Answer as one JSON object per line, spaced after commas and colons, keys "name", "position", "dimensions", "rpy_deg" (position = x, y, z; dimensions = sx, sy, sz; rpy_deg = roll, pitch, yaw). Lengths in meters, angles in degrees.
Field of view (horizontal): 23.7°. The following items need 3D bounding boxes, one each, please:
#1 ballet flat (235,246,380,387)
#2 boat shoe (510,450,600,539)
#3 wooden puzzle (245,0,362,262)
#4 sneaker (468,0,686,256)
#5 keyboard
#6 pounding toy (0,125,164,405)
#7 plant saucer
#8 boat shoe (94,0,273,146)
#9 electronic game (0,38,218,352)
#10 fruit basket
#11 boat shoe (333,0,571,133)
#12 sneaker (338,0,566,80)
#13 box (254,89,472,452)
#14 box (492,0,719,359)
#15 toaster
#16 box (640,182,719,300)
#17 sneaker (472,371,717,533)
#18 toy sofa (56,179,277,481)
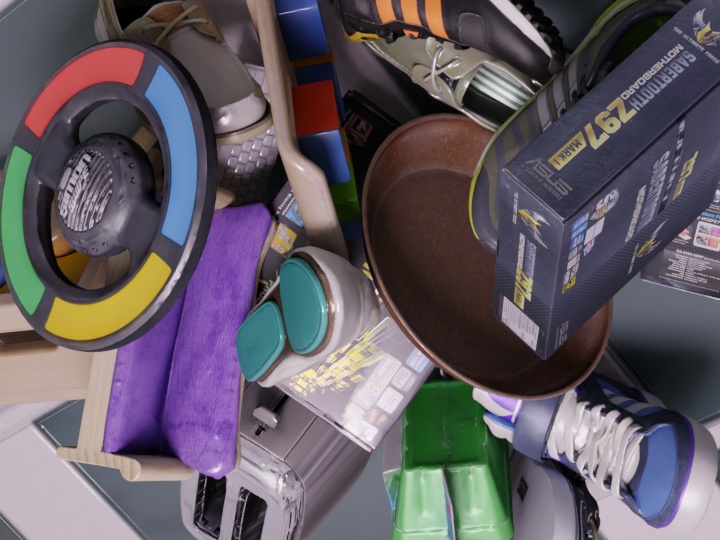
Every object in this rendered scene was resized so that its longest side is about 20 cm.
{"name": "ballet flat", "position": [-0.025, 0.026, 1.059], "dimensions": [0.069, 0.069, 0.200], "rpy_deg": [36, 157, -5]}
{"name": "boat shoe", "position": [0.145, 0.174, 1.239], "dimensions": [0.057, 0.200, 0.069], "rpy_deg": [19, 103, -5]}
{"name": "wooden puzzle", "position": [-0.032, -0.105, 1.068], "dimensions": [0.046, 0.200, 0.185], "rpy_deg": [-16, 154, 0]}
{"name": "sneaker", "position": [0.136, -0.094, 1.052], "dimensions": [0.074, 0.081, 0.200], "rpy_deg": [35, 89, -1]}
{"name": "keyboard", "position": [-0.093, -0.047, 1.206], "dimensions": [0.011, 0.056, 0.200], "rpy_deg": [27, 104, 37]}
{"name": "pounding toy", "position": [-0.202, -0.021, 1.250], "dimensions": [0.200, 0.184, 0.142], "rpy_deg": [-6, 133, 25]}
{"name": "plant saucer", "position": [0.076, -0.005, 1.106], "dimensions": [0.200, 0.200, 0.037], "rpy_deg": [43, 139, -11]}
{"name": "boat shoe", "position": [-0.126, -0.143, 1.133], "dimensions": [0.200, 0.075, 0.068], "rpy_deg": [36, 143, 46]}
{"name": "electronic game", "position": [-0.163, -0.048, 1.084], "dimensions": [0.200, 0.042, 0.200], "rpy_deg": [-8, 77, 40]}
{"name": "fruit basket", "position": [0.063, 0.189, 1.277], "dimensions": [0.094, 0.185, 0.200], "rpy_deg": [1, 124, 2]}
{"name": "boat shoe", "position": [0.072, -0.138, 1.121], "dimensions": [0.200, 0.062, 0.072], "rpy_deg": [26, 129, 3]}
{"name": "sneaker", "position": [0.036, -0.168, 1.078], "dimensions": [0.200, 0.070, 0.090], "rpy_deg": [41, 106, 12]}
{"name": "box", "position": [0.000, 0.000, 1.194], "dimensions": [0.161, 0.049, 0.200], "rpy_deg": [36, 95, -6]}
{"name": "box", "position": [0.149, -0.048, 0.991], "dimensions": [0.051, 0.158, 0.200], "rpy_deg": [43, 163, 18]}
{"name": "toaster", "position": [-0.065, 0.141, 1.305], "dimensions": [0.114, 0.129, 0.200], "rpy_deg": [32, 144, 13]}
{"name": "box", "position": [0.294, -0.043, 1.111], "dimensions": [0.200, 0.046, 0.159], "rpy_deg": [14, 127, 12]}
{"name": "sneaker", "position": [0.148, 0.114, 1.178], "dimensions": [0.146, 0.200, 0.081], "rpy_deg": [14, 100, -9]}
{"name": "toy sofa", "position": [-0.127, 0.038, 1.135], "dimensions": [0.098, 0.083, 0.200], "rpy_deg": [8, 86, 21]}
